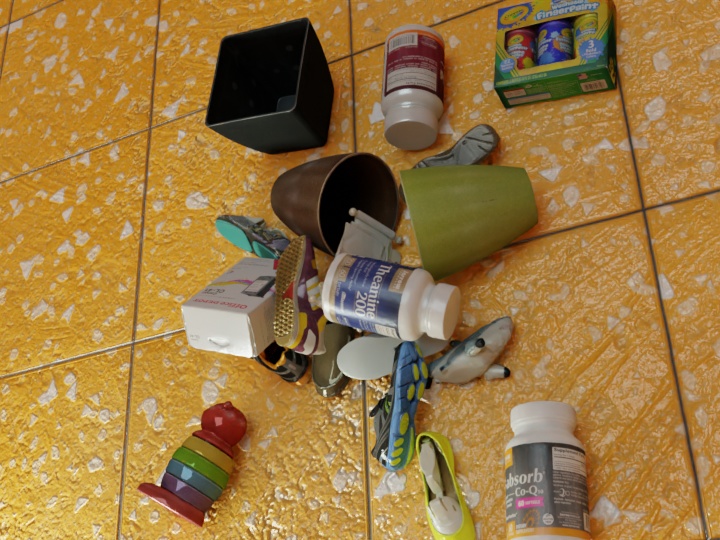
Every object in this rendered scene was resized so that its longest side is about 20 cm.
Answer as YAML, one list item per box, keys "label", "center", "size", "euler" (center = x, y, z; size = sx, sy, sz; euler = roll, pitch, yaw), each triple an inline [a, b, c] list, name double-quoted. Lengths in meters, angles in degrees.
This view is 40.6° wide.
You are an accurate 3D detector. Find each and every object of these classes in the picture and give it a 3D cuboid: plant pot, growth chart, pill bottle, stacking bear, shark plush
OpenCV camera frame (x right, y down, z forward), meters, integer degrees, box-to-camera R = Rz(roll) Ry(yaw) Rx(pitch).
- label: "plant pot"
  center: [-0.154, -0.328, 1.850]
  size: [0.197, 0.177, 0.202]
  euler: [-5, 64, 26]
- label: "growth chart"
  center: [0.000, 0.000, 1.623]
  size: [0.018, 0.144, 0.202]
  euler: [-5, 55, 48]
- label: "plant pot"
  center: [0.179, -0.093, 1.566]
  size: [0.197, 0.188, 0.189]
  euler: [-14, 59, 4]
- label: "pill bottle"
  center: [0.049, 0.045, 1.503]
  size: [0.197, 0.111, 0.112]
  euler: [12, 72, 21]
- label: "stacking bear"
  center: [-0.264, 0.317, 1.643]
  size: [0.113, 0.122, 0.202]
  euler: [16, 68, 36]
- label: "shark plush"
  center: [0.158, 0.142, 1.540]
  size: [0.199, 0.090, 0.084]
  euler: [-37, 31, 33]
- label: "plant pot"
  center: [-0.064, -0.120, 1.716]
  size: [0.199, 0.186, 0.189]
  euler: [13, 72, 48]
- label: "pill bottle"
  center: [0.095, -0.328, 1.751]
  size: [0.113, 0.114, 0.203]
  euler: [-8, 63, 25]
- label: "pill bottle"
  center: [0.258, 0.293, 1.355]
  size: [0.115, 0.116, 0.203]
  euler: [-11, 62, 24]

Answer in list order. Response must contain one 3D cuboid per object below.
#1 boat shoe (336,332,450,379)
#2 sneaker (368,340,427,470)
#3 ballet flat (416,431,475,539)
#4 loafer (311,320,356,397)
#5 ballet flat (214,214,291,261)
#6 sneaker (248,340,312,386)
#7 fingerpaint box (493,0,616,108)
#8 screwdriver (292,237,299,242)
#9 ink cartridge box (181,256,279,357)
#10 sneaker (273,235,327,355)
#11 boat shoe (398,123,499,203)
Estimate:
- label: "boat shoe"
  center: [0.059, 0.124, 1.583]
  size: [0.197, 0.064, 0.072]
  euler: [-17, 94, 15]
- label: "sneaker"
  center: [0.052, 0.208, 1.520]
  size: [0.082, 0.070, 0.203]
  euler: [11, 92, 44]
- label: "ballet flat"
  center: [0.118, 0.331, 1.444]
  size: [0.066, 0.067, 0.202]
  euler: [-22, 58, 17]
- label: "loafer"
  center: [-0.047, 0.112, 1.642]
  size: [0.075, 0.067, 0.203]
  euler: [-3, 65, 28]
- label: "ballet flat"
  center: [-0.188, -0.062, 1.817]
  size: [0.199, 0.072, 0.073]
  euler: [30, 83, 36]
- label: "sneaker"
  center: [-0.165, 0.128, 1.696]
  size: [0.199, 0.077, 0.079]
  euler: [27, 83, 37]
- label: "fingerpaint box"
  center: [0.334, -0.383, 1.669]
  size: [0.197, 0.073, 0.169]
  euler: [-5, 64, 27]
- label: "screwdriver"
  center: [-0.097, 0.042, 1.648]
  size: [0.029, 0.028, 0.203]
  euler: [-5, 76, 5]
- label: "ink cartridge box"
  center: [-0.189, 0.057, 1.674]
  size: [0.146, 0.087, 0.200]
  euler: [5, 27, 28]
- label: "sneaker"
  center: [-0.089, 0.043, 1.608]
  size: [0.075, 0.089, 0.203]
  euler: [-23, 53, 46]
- label: "boat shoe"
  center: [0.157, -0.176, 1.683]
  size: [0.199, 0.063, 0.074]
  euler: [-32, 81, 15]
